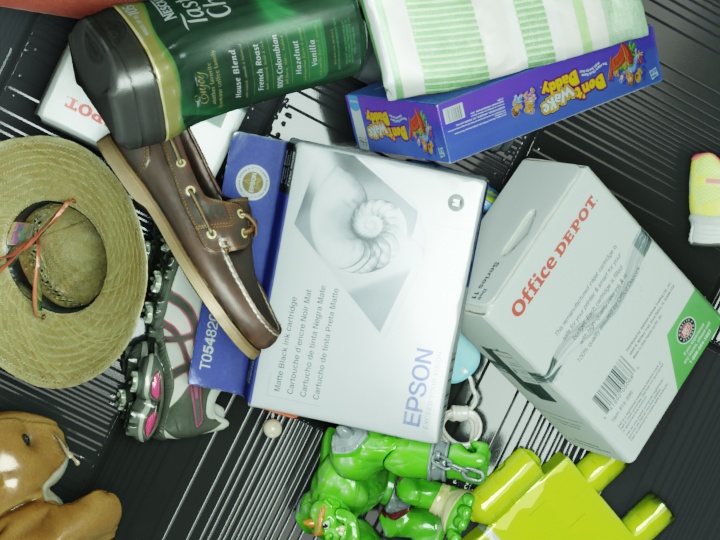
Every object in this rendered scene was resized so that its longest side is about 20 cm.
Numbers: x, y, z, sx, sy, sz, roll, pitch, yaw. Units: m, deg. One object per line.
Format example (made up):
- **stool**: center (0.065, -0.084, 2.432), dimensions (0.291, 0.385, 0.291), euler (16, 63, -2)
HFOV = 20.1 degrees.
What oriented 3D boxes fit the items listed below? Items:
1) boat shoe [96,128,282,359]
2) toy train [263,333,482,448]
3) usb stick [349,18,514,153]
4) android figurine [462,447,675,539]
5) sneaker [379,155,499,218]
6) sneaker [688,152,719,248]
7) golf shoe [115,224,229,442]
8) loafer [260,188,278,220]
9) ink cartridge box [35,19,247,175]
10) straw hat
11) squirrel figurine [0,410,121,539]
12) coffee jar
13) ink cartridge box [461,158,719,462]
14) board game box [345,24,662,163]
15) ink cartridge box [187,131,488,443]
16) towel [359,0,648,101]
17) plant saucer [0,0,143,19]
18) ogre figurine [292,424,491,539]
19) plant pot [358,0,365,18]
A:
- **boat shoe**: center (-0.111, -0.034, 1.465), dimensions (0.070, 0.070, 0.201), euler (-34, 84, 2)
- **toy train**: center (0.006, 0.070, 1.620), dimensions (0.198, 0.056, 0.152), euler (13, 97, -9)
- **usb stick**: center (0.040, -0.157, 1.608), dimensions (0.199, 0.033, 0.056), euler (27, 84, -15)
- **android figurine**: center (0.158, 0.236, 1.661), dimensions (0.200, 0.041, 0.182), euler (-40, 99, -6)
- **sneaker**: center (0.038, -0.043, 1.613), dimensions (0.198, 0.071, 0.083), euler (10, 106, -8)
- **sneaker**: center (0.358, -0.078, 1.652), dimensions (0.198, 0.078, 0.091), euler (-12, 89, -10)
- **golf shoe**: center (-0.133, 0.039, 1.572), dimensions (0.087, 0.077, 0.202), euler (4, 117, -17)
- **loafer**: center (0.000, 0.000, 1.544), dimensions (0.200, 0.071, 0.073), euler (43, 92, -11)
- **ink cartridge box**: center (-0.143, -0.174, 1.552), dimensions (0.146, 0.083, 0.201), euler (25, 91, -9)
- **straw hat**: center (-0.221, -0.013, 1.552), dimensions (0.199, 0.085, 0.203), euler (3, 96, 29)
- **squirrel figurine**: center (-0.277, 0.210, 1.544), dimensions (0.199, 0.142, 0.188), euler (-23, 91, -9)
- **coffee jar**: center (-0.102, -0.159, 1.440), dimensions (0.199, 0.104, 0.086), euler (-22, 134, -18)
- **ink cartridge box**: center (0.169, 0.030, 1.580), dimensions (0.200, 0.083, 0.147), euler (45, 73, -30)
- **board game box**: center (0.108, -0.139, 1.534), dimensions (0.199, 0.134, 0.045), euler (-22, 108, -25)
- **ink cartridge box**: center (-0.020, 0.010, 1.492), dimensions (0.198, 0.041, 0.202), euler (10, 94, 7)
- **towel**: center (0.094, -0.216, 1.450), dimensions (0.198, 0.023, 0.154), euler (-17, 98, -8)
- **plant saucer**: center (-0.212, -0.288, 1.482), dimensions (0.198, 0.037, 0.202), euler (9, 88, 7)
- **ogre figurine**: center (0.017, 0.179, 1.573), dimensions (0.119, 0.200, 0.099), euler (21, 70, -4)
- **plant pot**: center (0.069, -0.251, 1.541), dimensions (0.198, 0.175, 0.202), euler (-1, 94, -9)
